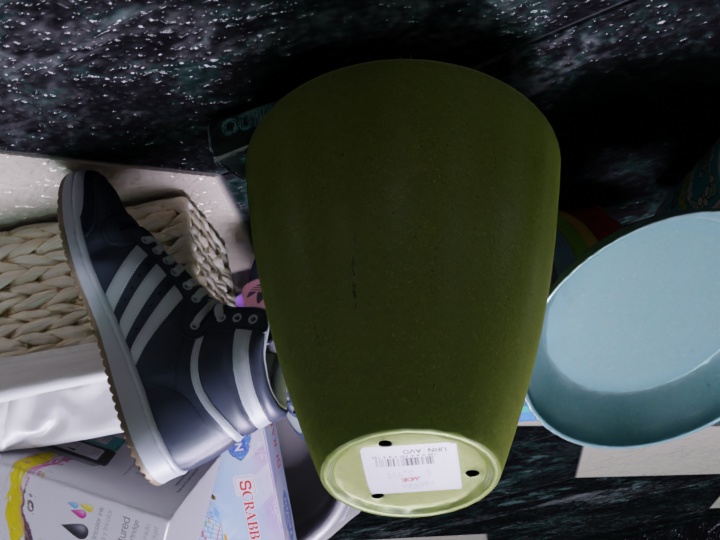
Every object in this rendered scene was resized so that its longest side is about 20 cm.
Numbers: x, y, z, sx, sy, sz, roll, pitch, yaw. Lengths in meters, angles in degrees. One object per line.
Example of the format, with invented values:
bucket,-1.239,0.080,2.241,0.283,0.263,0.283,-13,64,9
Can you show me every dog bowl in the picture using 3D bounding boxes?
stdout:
dog bowl,-0.086,0.159,1.176,0.198,0.202,0.059,-11,179,7

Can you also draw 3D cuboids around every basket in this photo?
basket,-0.185,0.039,0.929,0.198,0.124,0.136,-12,160,6

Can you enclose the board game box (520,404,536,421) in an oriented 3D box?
board game box,0.192,0.067,1.195,0.198,0.045,0.153,-1,132,-19

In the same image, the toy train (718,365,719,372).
toy train,0.217,0.059,0.980,0.199,0.046,0.034,-5,147,43

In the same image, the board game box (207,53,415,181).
board game box,0.010,-0.069,0.856,0.134,0.028,0.200,-16,160,20

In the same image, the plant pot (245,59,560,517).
plant pot,0.024,0.023,0.735,0.185,0.201,0.188,1,143,0

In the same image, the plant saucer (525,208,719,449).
plant saucer,0.192,0.033,0.864,0.198,0.036,0.201,-8,130,-10

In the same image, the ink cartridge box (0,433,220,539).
ink cartridge box,-0.234,0.199,1.042,0.198,0.148,0.146,17,-167,6

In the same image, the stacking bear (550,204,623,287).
stacking bear,0.124,0.004,0.956,0.113,0.122,0.199,-21,178,41

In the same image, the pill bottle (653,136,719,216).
pill bottle,0.278,-0.047,0.909,0.110,0.112,0.200,-4,160,-12

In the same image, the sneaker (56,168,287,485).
sneaker,-0.107,0.016,0.811,0.108,0.201,0.070,-23,164,8

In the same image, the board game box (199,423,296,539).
board game box,-0.159,0.197,1.128,0.198,0.202,0.041,-8,-171,9

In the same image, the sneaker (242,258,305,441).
sneaker,-0.054,0.072,1.009,0.070,0.082,0.201,5,129,23

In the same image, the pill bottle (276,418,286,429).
pill bottle,-0.001,0.128,1.266,0.198,0.114,0.113,-5,160,-12

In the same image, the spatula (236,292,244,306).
spatula,0.000,0.000,1.051,0.198,0.021,0.057,-14,158,11
